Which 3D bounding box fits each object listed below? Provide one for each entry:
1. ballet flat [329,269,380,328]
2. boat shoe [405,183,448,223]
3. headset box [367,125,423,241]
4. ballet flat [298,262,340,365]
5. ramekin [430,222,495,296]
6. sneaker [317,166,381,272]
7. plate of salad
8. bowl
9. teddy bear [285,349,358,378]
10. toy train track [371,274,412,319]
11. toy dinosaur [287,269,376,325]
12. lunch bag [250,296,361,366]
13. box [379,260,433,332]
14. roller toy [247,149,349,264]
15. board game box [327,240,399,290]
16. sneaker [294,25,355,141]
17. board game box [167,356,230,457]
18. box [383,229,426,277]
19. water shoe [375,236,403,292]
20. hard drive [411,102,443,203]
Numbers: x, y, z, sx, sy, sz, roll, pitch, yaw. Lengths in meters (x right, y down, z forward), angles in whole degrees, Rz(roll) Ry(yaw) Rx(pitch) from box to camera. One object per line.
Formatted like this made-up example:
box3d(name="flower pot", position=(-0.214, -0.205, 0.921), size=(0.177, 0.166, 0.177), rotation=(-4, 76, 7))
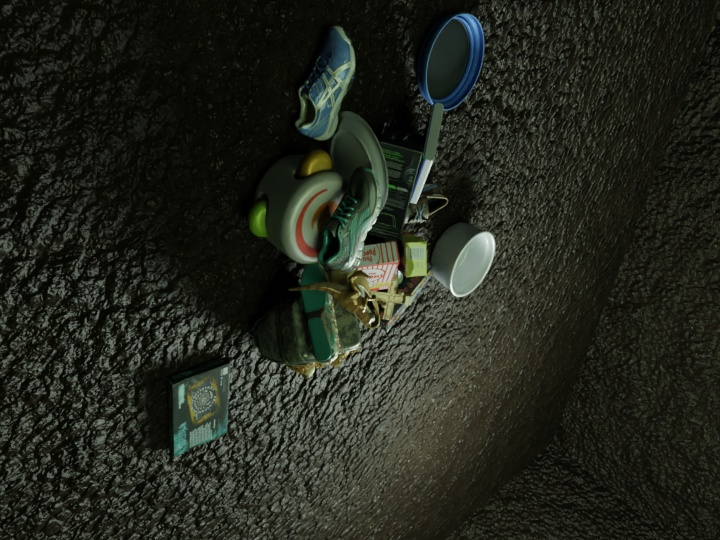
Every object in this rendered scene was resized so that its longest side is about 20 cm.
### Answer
box3d(name="ballet flat", position=(-0.002, 0.059, 1.144), size=(0.067, 0.064, 0.200), rotation=(-27, 143, 10))
box3d(name="boat shoe", position=(0.137, -0.157, 1.356), size=(0.197, 0.072, 0.074), rotation=(-32, 136, -29))
box3d(name="headset box", position=(0.069, -0.196, 1.168), size=(0.175, 0.090, 0.206), rotation=(-75, 178, -66))
box3d(name="ballet flat", position=(-0.081, 0.086, 1.108), size=(0.064, 0.073, 0.207), rotation=(8, 75, -74))
box3d(name="ramekin", position=(0.291, -0.038, 1.591), size=(0.198, 0.097, 0.205), rotation=(-28, 135, -32))
box3d(name="sneaker", position=(-0.024, -0.088, 1.005), size=(0.090, 0.076, 0.206), rotation=(-7, 118, -52))
box3d(name="plate of salad", position=(-0.001, -0.205, 1.064), size=(0.047, 0.199, 0.205), rotation=(-24, 133, -29))
box3d(name="bowl", position=(0.200, -0.467, 1.231), size=(0.198, 0.039, 0.205), rotation=(-28, 135, -32))
box3d(name="teddy bear", position=(-0.088, 0.205, 1.319), size=(0.199, 0.141, 0.069), rotation=(-23, 113, -58))
box3d(name="toy train track", position=(0.038, 0.066, 1.359), size=(0.193, 0.033, 0.119), rotation=(7, 103, -15))
box3d(name="toy dinosaur", position=(-0.027, 0.045, 1.053), size=(0.198, 0.060, 0.108), rotation=(33, 90, -30))
box3d(name="lunch bag", position=(-0.121, 0.128, 1.209), size=(0.197, 0.165, 0.144), rotation=(-10, 85, -45))
box3d(name="box", position=(0.119, 0.068, 1.481), size=(0.201, 0.037, 0.137), rotation=(-51, 169, -8))
box3d(name="roller toy", position=(-0.102, -0.118, 1.066), size=(0.203, 0.139, 0.182), rotation=(-55, 143, -2))
box3d(name="board game box", position=(0.000, 0.000, 1.212), size=(0.146, 0.048, 0.201), rotation=(-8, 162, -6))
box3d(name="sneaker", position=(-0.066, -0.337, 1.002), size=(0.076, 0.075, 0.206), rotation=(-11, 122, -48))
box3d(name="board game box", position=(-0.346, 0.293, 1.182), size=(0.133, 0.028, 0.205), rotation=(-16, 128, -40))
box3d(name="box", position=(0.095, -0.045, 1.216), size=(0.048, 0.200, 0.078), rotation=(-4, 102, -9))
box3d(name="water shoe", position=(0.061, -0.014, 1.376), size=(0.078, 0.071, 0.203), rotation=(-36, 138, -20))
box3d(name="hard drive", position=(0.141, -0.252, 1.212), size=(0.201, 0.025, 0.136), rotation=(103, 0, -72))
